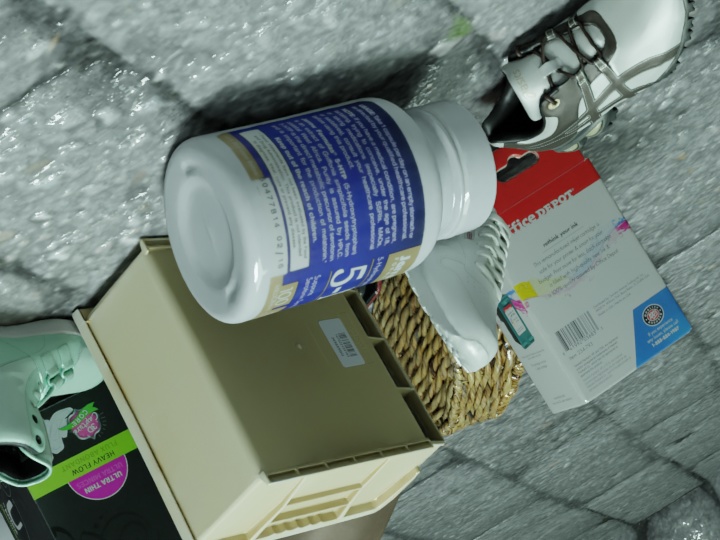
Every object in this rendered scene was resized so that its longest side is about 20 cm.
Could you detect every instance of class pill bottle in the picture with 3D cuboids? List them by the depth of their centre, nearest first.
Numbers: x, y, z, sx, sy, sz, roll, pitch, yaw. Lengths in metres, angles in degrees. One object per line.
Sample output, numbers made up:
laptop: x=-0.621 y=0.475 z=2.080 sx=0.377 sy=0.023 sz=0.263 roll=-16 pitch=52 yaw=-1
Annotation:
pill bottle: x=-0.015 y=-0.047 z=1.039 sx=0.199 sy=0.120 sz=0.120 roll=-17 pitch=156 yaw=-30

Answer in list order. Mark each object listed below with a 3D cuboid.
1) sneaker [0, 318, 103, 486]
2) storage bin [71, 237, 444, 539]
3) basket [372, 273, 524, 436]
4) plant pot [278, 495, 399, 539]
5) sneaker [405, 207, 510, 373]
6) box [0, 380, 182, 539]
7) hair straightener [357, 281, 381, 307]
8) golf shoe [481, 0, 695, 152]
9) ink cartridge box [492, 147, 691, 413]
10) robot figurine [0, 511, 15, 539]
sneaker: x=-0.228 y=0.098 z=1.093 sx=0.074 sy=0.119 sz=0.200 roll=-40 pitch=158 yaw=23
storage bin: x=-0.067 y=0.079 z=1.146 sx=0.198 sy=0.201 sz=0.094 roll=-4 pitch=146 yaw=-48
basket: x=0.106 y=0.049 z=1.380 sx=0.148 sy=0.143 sz=0.200 roll=-21 pitch=158 yaw=-19
plant pot: x=-0.049 y=0.245 z=1.597 sx=0.175 sy=0.200 sz=0.200 roll=-51 pitch=155 yaw=8
sneaker: x=0.070 y=-0.010 z=1.128 sx=0.080 sy=0.201 sz=0.077 roll=-23 pitch=128 yaw=4
box: x=-0.165 y=0.160 z=1.231 sx=0.199 sy=0.149 sz=0.124 roll=-26 pitch=168 yaw=-27
hair straightener: x=0.000 y=0.000 z=1.267 sx=0.077 sy=0.041 sz=0.200 roll=-11 pitch=152 yaw=-50
golf shoe: x=0.154 y=-0.142 z=1.104 sx=0.094 sy=0.078 sz=0.200 roll=-15 pitch=153 yaw=-33
ink cartridge box: x=0.154 y=-0.005 z=1.258 sx=0.116 sy=0.201 sz=0.067 roll=-31 pitch=179 yaw=-21
robot figurine: x=-0.239 y=0.220 z=1.339 sx=0.199 sy=0.151 sz=0.124 roll=-1 pitch=156 yaw=-47
